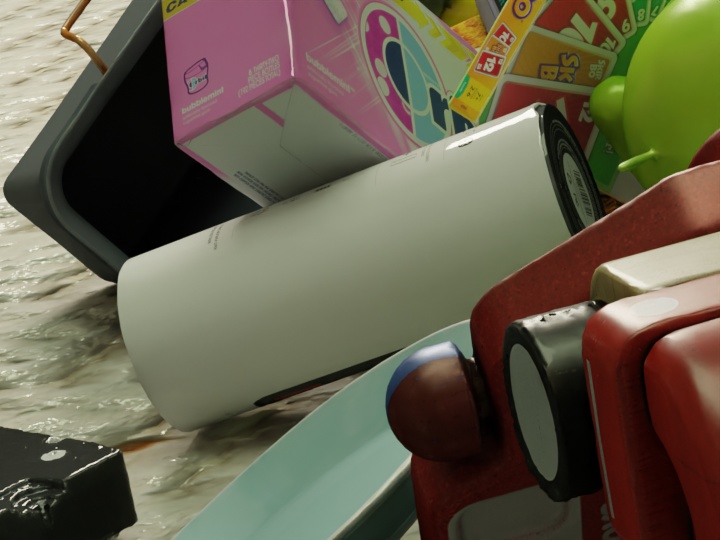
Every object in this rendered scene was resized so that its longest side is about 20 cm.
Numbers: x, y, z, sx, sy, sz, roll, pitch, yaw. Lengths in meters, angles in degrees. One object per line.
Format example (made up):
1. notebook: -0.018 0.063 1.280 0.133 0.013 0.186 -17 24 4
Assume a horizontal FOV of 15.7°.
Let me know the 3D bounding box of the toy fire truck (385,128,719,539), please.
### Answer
1. toy fire truck: 0.093 0.046 0.765 0.167 0.201 0.113 -17 53 -5

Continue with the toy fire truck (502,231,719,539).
1. toy fire truck: 0.101 0.099 0.585 0.128 0.177 0.200 -14 17 -12

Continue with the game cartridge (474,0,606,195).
1. game cartridge: 0.127 -0.112 1.300 0.129 0.039 0.201 7 41 -26

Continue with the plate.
1. plate: -0.025 0.089 0.862 0.200 0.026 0.200 -40 7 6

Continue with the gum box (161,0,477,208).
1. gum box: -0.002 -0.072 1.154 0.066 0.200 0.114 -25 53 25

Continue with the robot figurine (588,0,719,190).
1. robot figurine: 0.180 -0.078 1.062 0.174 0.117 0.200 -9 16 35

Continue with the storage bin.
1. storage bin: -0.098 -0.083 1.318 0.201 0.145 0.134 -57 23 -17

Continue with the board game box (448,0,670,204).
1. board game box: 0.131 -0.075 1.146 0.199 0.096 0.030 24 9 -45

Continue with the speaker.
1. speaker: 0.000 0.000 1.086 0.199 0.082 0.081 -20 13 16

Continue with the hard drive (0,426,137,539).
1. hard drive: -0.203 0.100 1.033 0.199 0.038 0.139 6 23 44

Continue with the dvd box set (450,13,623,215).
1. dvd box set: 0.124 -0.086 1.319 0.146 0.030 0.199 41 41 21

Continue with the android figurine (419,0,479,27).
1. android figurine: 0.105 -0.144 1.447 0.199 0.041 0.183 16 39 -34
